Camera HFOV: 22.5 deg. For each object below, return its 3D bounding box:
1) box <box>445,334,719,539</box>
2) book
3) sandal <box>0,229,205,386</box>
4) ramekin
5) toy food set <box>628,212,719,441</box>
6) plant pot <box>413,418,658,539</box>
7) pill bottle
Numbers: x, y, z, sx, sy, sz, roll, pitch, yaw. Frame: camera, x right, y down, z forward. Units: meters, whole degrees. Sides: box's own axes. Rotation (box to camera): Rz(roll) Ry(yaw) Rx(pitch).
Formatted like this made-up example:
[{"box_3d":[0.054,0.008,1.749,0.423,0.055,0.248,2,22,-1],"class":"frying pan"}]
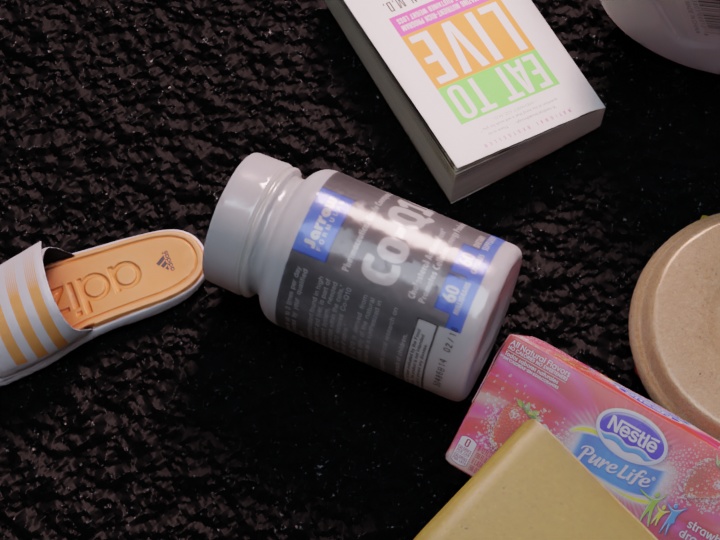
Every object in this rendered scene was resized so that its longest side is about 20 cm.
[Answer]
[{"box_3d":[0.166,0.128,1.163,0.199,0.100,0.096,29,94,13],"class":"box"},{"box_3d":[0.076,-0.164,1.352,0.133,0.048,0.201,-25,65,-16],"class":"book"},{"box_3d":[-0.206,0.011,1.253,0.205,0.059,0.080,-24,67,-11],"class":"sandal"},{"box_3d":[0.264,-0.222,1.297,0.198,0.201,0.099,18,72,8],"class":"ramekin"},{"box_3d":[0.283,0.047,1.246,0.198,0.049,0.199,26,67,12],"class":"toy food set"},{"box_3d":[0.078,0.250,1.042,0.199,0.196,0.194,-34,68,-31],"class":"plant pot"},{"box_3d":[0.000,0.000,1.230,0.198,0.114,0.115,22,66,10],"class":"pill bottle"}]
